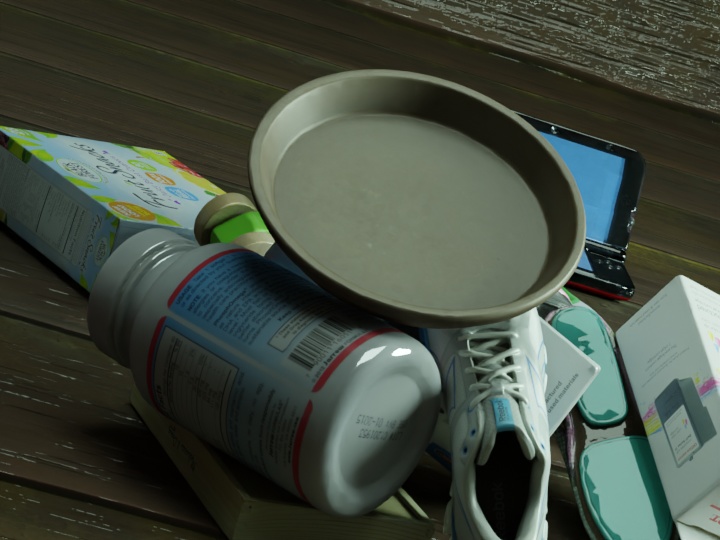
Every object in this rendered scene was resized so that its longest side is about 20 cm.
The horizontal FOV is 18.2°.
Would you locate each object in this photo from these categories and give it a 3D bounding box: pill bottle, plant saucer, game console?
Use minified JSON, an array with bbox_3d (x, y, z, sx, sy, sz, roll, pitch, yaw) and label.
[{"bbox_3d":[-0.059,0.051,1.275,0.199,0.110,0.108,28,17,34],"label":"pill bottle"},{"bbox_3d":[0.031,-0.039,1.282,0.198,0.030,0.201,10,45,-10],"label":"plant saucer"},{"bbox_3d":[0.176,-0.070,2.150,0.198,0.120,0.172,17,13,-5],"label":"game console"}]

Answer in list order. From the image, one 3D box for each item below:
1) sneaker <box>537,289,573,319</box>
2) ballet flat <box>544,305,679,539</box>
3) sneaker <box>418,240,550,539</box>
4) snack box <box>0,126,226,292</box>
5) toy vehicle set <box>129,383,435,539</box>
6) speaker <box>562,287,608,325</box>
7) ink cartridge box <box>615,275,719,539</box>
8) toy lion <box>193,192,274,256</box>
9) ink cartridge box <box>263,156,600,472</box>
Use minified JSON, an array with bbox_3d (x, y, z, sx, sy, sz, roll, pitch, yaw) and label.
[{"bbox_3d":[0.070,0.060,1.566,0.198,0.080,0.095,-11,32,-21],"label":"sneaker"},{"bbox_3d":[0.156,0.118,1.452,0.068,0.071,0.201,-8,55,-13],"label":"ballet flat"},{"bbox_3d":[0.078,0.076,1.260,0.074,0.202,0.087,-6,-15,-5],"label":"sneaker"},{"bbox_3d":[-0.170,-0.038,1.682,0.168,0.068,0.200,7,16,-40],"label":"snack box"},{"bbox_3d":[-0.050,0.113,1.334,0.123,0.027,0.200,12,15,-26],"label":"toy vehicle set"},{"bbox_3d":[0.100,0.034,1.718,0.088,0.089,0.199,4,19,-45],"label":"speaker"},{"bbox_3d":[0.243,0.113,1.423,0.117,0.067,0.201,25,36,-34],"label":"ink cartridge box"},{"bbox_3d":[0.000,0.000,1.585,0.199,0.193,0.069,-27,43,-10],"label":"toy lion"},{"bbox_3d":[0.032,0.036,1.382,0.200,0.084,0.145,40,-13,-1],"label":"ink cartridge box"}]
